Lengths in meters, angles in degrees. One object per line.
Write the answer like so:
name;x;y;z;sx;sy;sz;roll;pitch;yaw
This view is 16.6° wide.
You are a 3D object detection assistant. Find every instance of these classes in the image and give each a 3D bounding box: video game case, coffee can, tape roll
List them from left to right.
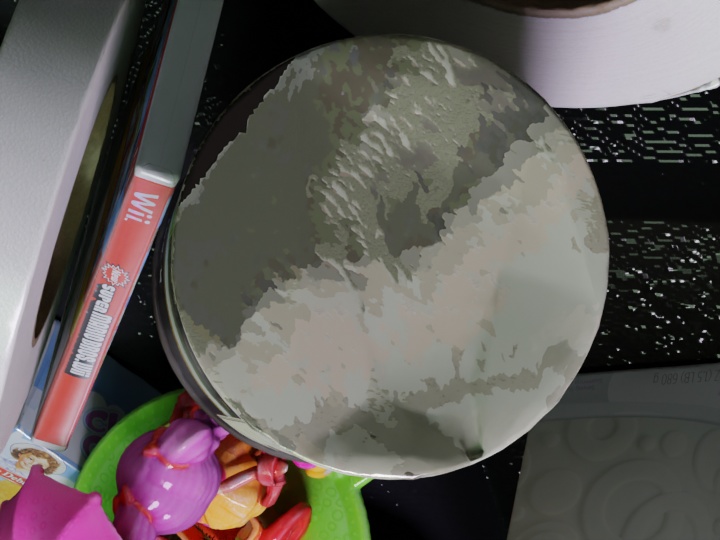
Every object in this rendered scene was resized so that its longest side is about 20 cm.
tape roll;-0.124;-0.027;0.932;0.037;0.203;0.203;16;144;-3
video game case;-0.086;-0.037;0.953;0.017;0.143;0.200;17;145;-8
coffee can;0.000;0.000;0.901;0.146;0.147;0.200;19;175;-6
tape roll;0.063;-0.135;0.847;0.202;0.037;0.203;9;144;7

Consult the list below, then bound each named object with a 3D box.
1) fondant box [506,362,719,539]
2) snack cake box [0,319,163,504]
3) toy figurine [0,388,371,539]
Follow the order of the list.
fondant box;0.135;0.135;1.056;0.144;0.201;0.058;-6;140;25
snack cake box;-0.122;0.117;1.239;0.200;0.067;0.115;37;139;-28
toy figurine;-0.075;0.105;1.048;0.150;0.200;0.184;40;-172;14
